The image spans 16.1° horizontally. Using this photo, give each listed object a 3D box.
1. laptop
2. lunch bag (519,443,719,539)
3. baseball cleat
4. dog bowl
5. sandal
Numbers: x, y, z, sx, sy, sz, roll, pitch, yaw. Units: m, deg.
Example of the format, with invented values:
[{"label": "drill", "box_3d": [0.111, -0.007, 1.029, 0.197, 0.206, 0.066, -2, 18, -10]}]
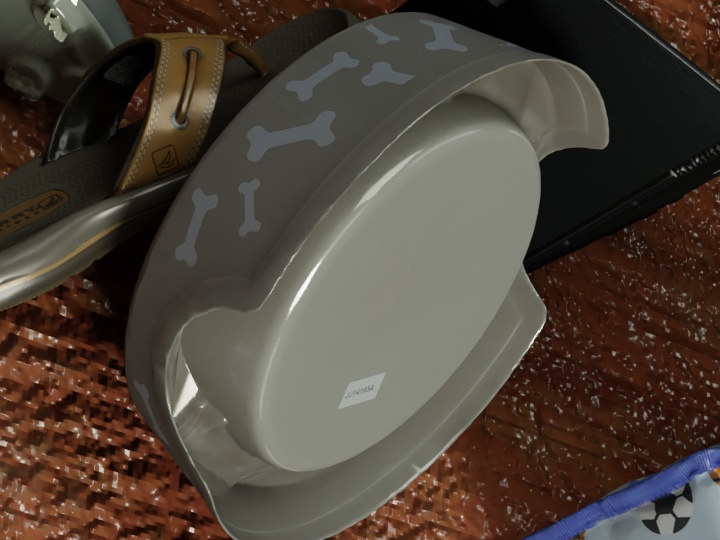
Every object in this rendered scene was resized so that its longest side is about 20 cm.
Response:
[{"label": "laptop", "box_3d": [0.089, -0.070, 0.991, 0.200, 0.177, 0.104, -24, 85, -43]}, {"label": "lunch bag", "box_3d": [0.177, 0.143, 0.999, 0.200, 0.124, 0.170, -8, 73, -56]}, {"label": "baseball cleat", "box_3d": [-0.143, -0.150, 0.914, 0.200, 0.070, 0.107, 44, 47, -15]}, {"label": "dog bowl", "box_3d": [0.000, 0.000, 0.882, 0.059, 0.200, 0.200, 37, 39, 27]}, {"label": "sandal", "box_3d": [-0.080, -0.049, 0.878, 0.200, 0.082, 0.055, -28, 116, -21]}]
